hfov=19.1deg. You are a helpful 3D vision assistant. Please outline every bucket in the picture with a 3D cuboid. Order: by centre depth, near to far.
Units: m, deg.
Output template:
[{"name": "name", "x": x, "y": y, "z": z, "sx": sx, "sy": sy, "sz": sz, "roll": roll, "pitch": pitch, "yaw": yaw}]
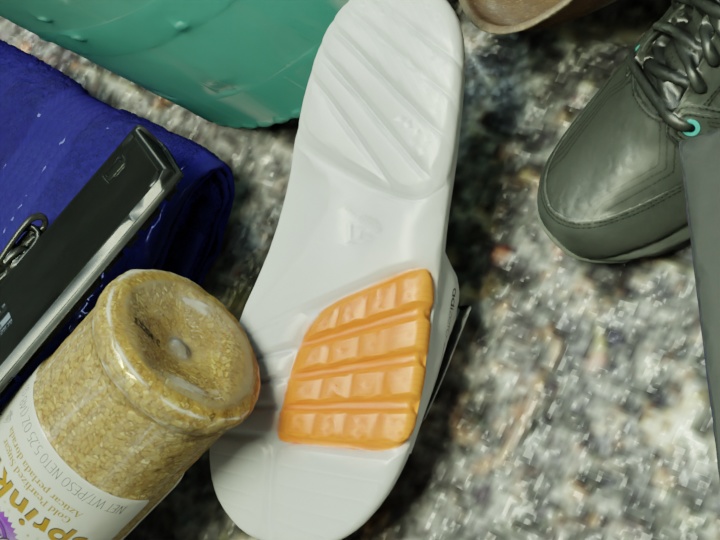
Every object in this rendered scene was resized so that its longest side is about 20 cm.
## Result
[{"name": "bucket", "x": -0.062, "y": -0.164, "z": 0.838, "sx": 0.206, "sy": 0.135, "sz": 0.208, "roll": -21, "pitch": 55, "yaw": 33}]

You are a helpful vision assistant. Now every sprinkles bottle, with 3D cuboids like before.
[{"name": "sprinkles bottle", "x": -0.118, "y": 0.083, "z": 0.789, "sx": 0.200, "sy": 0.068, "sz": 0.069, "roll": -45, "pitch": 49, "yaw": 33}]

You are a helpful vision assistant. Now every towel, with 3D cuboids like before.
[{"name": "towel", "x": -0.150, "y": -0.013, "z": 0.906, "sx": 0.199, "sy": 0.050, "sz": 0.148, "roll": 29, "pitch": 84, "yaw": 38}]

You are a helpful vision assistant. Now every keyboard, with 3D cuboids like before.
[{"name": "keyboard", "x": -0.140, "y": 0.027, "z": 0.809, "sx": 0.200, "sy": 0.021, "sz": 0.127, "roll": -48, "pitch": 22, "yaw": 3}]

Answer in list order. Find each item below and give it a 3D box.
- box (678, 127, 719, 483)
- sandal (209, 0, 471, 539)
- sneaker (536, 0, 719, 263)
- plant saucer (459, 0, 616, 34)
[{"name": "box", "x": 0.162, "y": 0.055, "z": 0.558, "sx": 0.078, "sy": 0.200, "sz": 0.142, "roll": -20, "pitch": 59, "yaw": 25}, {"name": "sandal", "x": 0.007, "y": 0.001, "z": 0.778, "sx": 0.079, "sy": 0.059, "sz": 0.208, "roll": 16, "pitch": 93, "yaw": 26}, {"name": "sneaker", "x": 0.127, "y": -0.087, "z": 0.726, "sx": 0.200, "sy": 0.079, "sz": 0.076, "roll": -46, "pitch": 53, "yaw": 11}, {"name": "plant saucer", "x": 0.101, "y": -0.171, "z": 0.766, "sx": 0.201, "sy": 0.036, "sz": 0.201, "roll": -51, "pitch": 26, "yaw": 37}]
